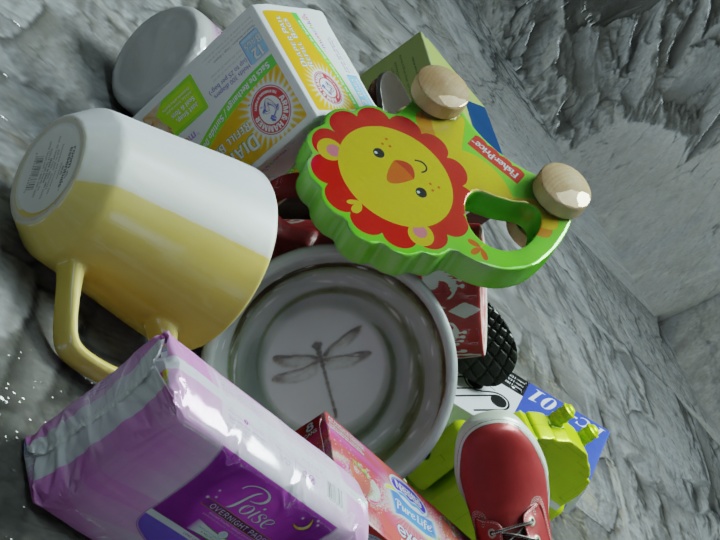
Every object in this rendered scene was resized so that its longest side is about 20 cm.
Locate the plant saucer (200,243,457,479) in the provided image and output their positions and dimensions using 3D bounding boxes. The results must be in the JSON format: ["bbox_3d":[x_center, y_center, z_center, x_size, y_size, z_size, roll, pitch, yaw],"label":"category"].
[{"bbox_3d":[-0.026,0.077,1.164,0.200,0.200,0.050,52,-4,-13],"label":"plant saucer"}]

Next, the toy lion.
[{"bbox_3d":[0.055,-0.058,1.168,0.200,0.069,0.192,39,47,5],"label":"toy lion"}]

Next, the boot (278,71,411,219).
[{"bbox_3d":[-0.043,-0.078,1.327,0.064,0.199,0.187,-40,126,-56],"label":"boot"}]

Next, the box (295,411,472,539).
[{"bbox_3d":[0.001,0.209,1.122,0.200,0.099,0.096,44,20,-34],"label":"box"}]

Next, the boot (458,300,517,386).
[{"bbox_3d":[0.074,0.016,1.443,0.200,0.068,0.131,44,12,-1],"label":"boot"}]

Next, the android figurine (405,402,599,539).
[{"bbox_3d":[0.115,0.185,1.317,0.182,0.200,0.041,36,21,-43],"label":"android figurine"}]

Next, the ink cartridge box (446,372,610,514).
[{"bbox_3d":[0.128,0.136,1.423,0.199,0.044,0.094,32,34,5],"label":"ink cartridge box"}]

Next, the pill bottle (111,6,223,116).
[{"bbox_3d":[-0.128,-0.147,1.421,0.200,0.112,0.113,40,22,-43],"label":"pill bottle"}]

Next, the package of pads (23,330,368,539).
[{"bbox_3d":[-0.098,0.134,0.949,0.200,0.120,0.076,42,21,-38],"label":"package of pads"}]

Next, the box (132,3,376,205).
[{"bbox_3d":[-0.099,-0.114,1.256,0.101,0.200,0.113,-9,64,-58],"label":"box"}]

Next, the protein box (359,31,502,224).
[{"bbox_3d":[0.040,-0.116,1.682,0.135,0.200,0.199,45,19,-32],"label":"protein box"}]

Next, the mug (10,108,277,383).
[{"bbox_3d":[-0.157,-0.028,1.069,0.153,0.149,0.187,31,22,-39],"label":"mug"}]

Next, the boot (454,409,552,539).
[{"bbox_3d":[0.123,0.217,1.159,0.144,0.072,0.201,-100,176,-61],"label":"boot"}]

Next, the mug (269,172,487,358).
[{"bbox_3d":[0.000,0.012,1.228,0.178,0.199,0.134,71,19,-68],"label":"mug"}]
